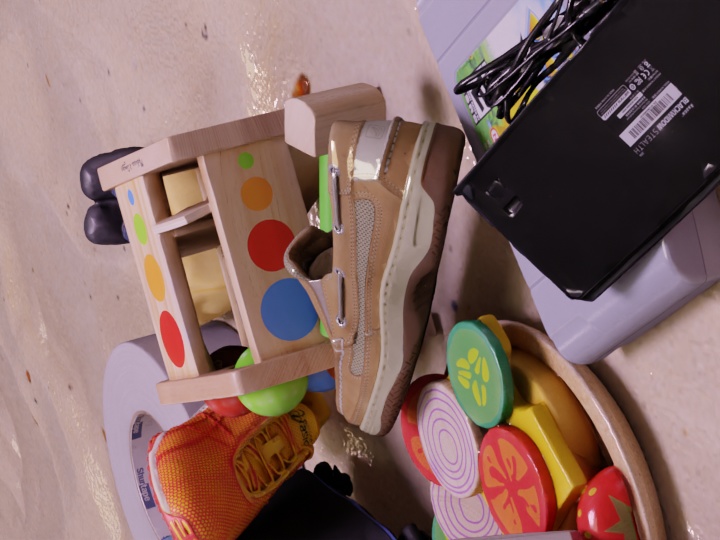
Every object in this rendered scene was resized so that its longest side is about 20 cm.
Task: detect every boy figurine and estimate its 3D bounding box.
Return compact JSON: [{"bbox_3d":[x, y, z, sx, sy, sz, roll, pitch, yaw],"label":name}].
[{"bbox_3d":[-0.120,-0.013,1.351,0.200,0.064,0.125,-139,44,-55],"label":"boy figurine"}]

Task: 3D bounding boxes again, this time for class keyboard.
[{"bbox_3d":[0.112,-0.078,0.819,0.104,0.040,0.200,44,133,2],"label":"keyboard"}]

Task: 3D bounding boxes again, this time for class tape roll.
[{"bbox_3d":[-0.107,0.137,1.404,0.200,0.066,0.201,42,140,48],"label":"tape roll"}]

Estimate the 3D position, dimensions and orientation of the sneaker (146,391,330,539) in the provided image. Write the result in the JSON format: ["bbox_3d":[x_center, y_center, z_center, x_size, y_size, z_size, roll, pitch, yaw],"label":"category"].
[{"bbox_3d":[-0.067,0.101,1.174,0.073,0.077,0.200,60,-161,-12],"label":"sneaker"}]

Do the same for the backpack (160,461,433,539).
[{"bbox_3d":[-0.019,0.234,1.190,0.183,0.134,0.201,25,135,67],"label":"backpack"}]

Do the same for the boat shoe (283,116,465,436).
[{"bbox_3d":[0.000,0.000,1.016,0.072,0.076,0.200,-75,-4,-48],"label":"boat shoe"}]

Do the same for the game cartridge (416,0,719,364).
[{"bbox_3d":[0.091,-0.070,0.911,0.133,0.040,0.200,-44,64,58],"label":"game cartridge"}]

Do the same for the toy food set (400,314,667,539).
[{"bbox_3d":[0.082,0.120,1.022,0.198,0.049,0.200,61,152,27],"label":"toy food set"}]

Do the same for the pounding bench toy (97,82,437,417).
[{"bbox_3d":[-0.035,-0.006,1.103,0.200,0.124,0.156,-13,92,65],"label":"pounding bench toy"}]

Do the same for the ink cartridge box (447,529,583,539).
[{"bbox_3d":[0.071,0.240,0.923,0.147,0.083,0.200,-99,5,-59],"label":"ink cartridge box"}]
